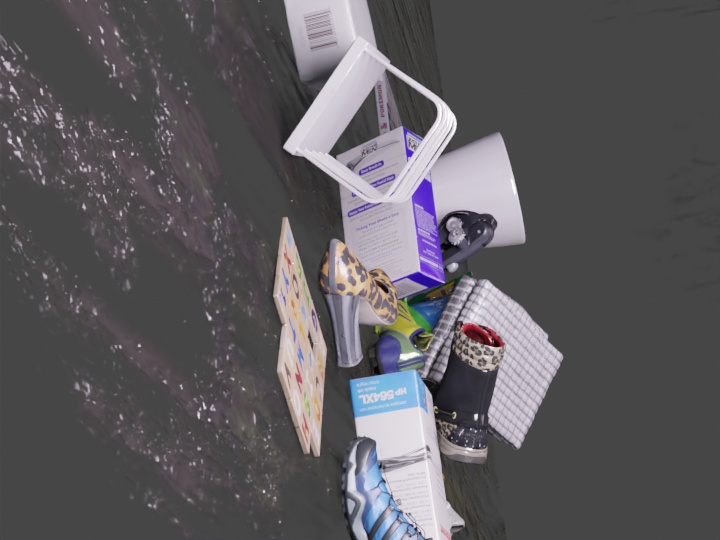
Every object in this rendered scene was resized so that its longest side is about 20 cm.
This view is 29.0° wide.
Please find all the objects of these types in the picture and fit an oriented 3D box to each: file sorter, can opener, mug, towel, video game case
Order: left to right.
[{"bbox_3d":[0.020,-0.153,1.516,0.124,0.139,0.200,35,7,5],"label":"file sorter"},{"bbox_3d":[0.055,-0.225,2.402,0.200,0.023,0.184,67,15,-61],"label":"video game case"},{"bbox_3d":[0.086,-0.010,1.764,0.079,0.199,0.064,39,23,-52],"label":"can opener"},{"bbox_3d":[0.132,-0.079,1.858,0.150,0.151,0.188,-102,177,-45],"label":"mug"},{"bbox_3d":[0.174,0.125,1.912,0.200,0.085,0.167,41,69,-35],"label":"towel"}]

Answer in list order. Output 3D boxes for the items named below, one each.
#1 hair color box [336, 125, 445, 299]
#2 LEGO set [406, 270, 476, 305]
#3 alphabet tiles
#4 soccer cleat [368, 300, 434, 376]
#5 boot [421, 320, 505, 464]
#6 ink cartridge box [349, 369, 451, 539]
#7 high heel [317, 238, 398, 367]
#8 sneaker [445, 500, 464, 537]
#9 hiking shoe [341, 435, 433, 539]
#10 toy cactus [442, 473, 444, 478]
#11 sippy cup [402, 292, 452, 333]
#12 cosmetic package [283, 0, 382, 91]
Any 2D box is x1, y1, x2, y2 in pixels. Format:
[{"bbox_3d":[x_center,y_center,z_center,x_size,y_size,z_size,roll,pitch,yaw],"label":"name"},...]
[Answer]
[{"bbox_3d":[0.036,-0.066,1.744,0.065,0.109,0.202,22,55,-50],"label":"hair color box"},{"bbox_3d":[0.151,0.100,2.227,0.117,0.153,0.200,59,7,-16],"label":"LEGO set"},{"bbox_3d":[-0.058,0.072,1.332,0.201,0.007,0.168,-88,166,-56],"label":"alphabet tiles"},{"bbox_3d":[0.058,0.090,1.836,0.200,0.083,0.065,-77,155,-70],"label":"soccer cleat"},{"bbox_3d":[0.120,0.131,1.718,0.204,0.073,0.155,-130,-131,-66],"label":"boot"},{"bbox_3d":[0.048,0.231,1.601,0.146,0.083,0.202,61,21,-70],"label":"ink cartridge box"},{"bbox_3d":[0.000,0.000,1.571,0.200,0.071,0.144,-64,150,-61],"label":"high heel"},{"bbox_3d":[0.082,0.296,1.735,0.076,0.091,0.202,62,20,-67],"label":"sneaker"},{"bbox_3d":[0.032,0.269,1.436,0.074,0.086,0.202,40,41,-77],"label":"hiking shoe"},{"bbox_3d":[0.078,0.225,1.848,0.201,0.101,0.166,-78,148,-47],"label":"toy cactus"},{"bbox_3d":[0.130,0.092,1.997,0.140,0.130,0.179,45,-26,41],"label":"sippy cup"},{"bbox_3d":[-0.031,-0.279,1.673,0.200,0.080,0.114,-33,111,-80],"label":"cosmetic package"}]
